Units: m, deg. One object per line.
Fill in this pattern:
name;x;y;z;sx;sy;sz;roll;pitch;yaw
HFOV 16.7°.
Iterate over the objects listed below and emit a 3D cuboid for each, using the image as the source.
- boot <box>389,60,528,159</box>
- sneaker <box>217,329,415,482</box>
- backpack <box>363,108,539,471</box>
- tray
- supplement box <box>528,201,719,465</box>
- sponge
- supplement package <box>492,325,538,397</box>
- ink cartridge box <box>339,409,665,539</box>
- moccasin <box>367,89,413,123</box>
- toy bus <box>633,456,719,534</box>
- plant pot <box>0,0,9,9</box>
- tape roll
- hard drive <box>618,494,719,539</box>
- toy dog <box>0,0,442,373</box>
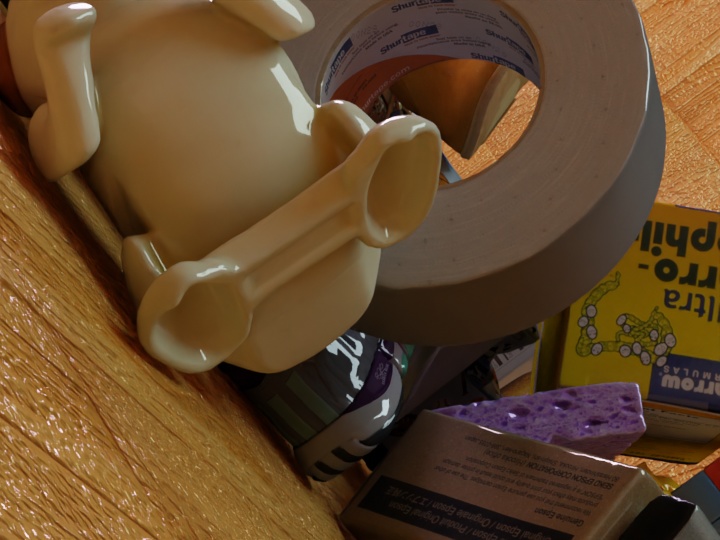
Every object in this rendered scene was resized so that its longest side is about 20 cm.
boot;0.023;-0.130;1.379;0.144;0.071;0.201;36;-1;1
sneaker;-0.016;0.013;1.187;0.088;0.074;0.200;43;25;-16
backpack;0.000;0.000;1.384;0.190;0.154;0.200;34;20;-52
tray;0.066;0.013;1.246;0.022;0.107;0.200;49;-22;9
supplement box;0.158;0.037;1.360;0.200;0.109;0.110;100;-1;-79
sponge;0.078;0.098;1.285;0.200;0.111;0.030;103;-23;-75
supplement package;0.082;0.044;1.576;0.110;0.200;0.114;55;3;29
ink cartridge box;0.107;0.166;1.132;0.165;0.075;0.200;9;-37;55
moccasin;0.012;-0.095;1.525;0.074;0.078;0.202;11;70;-88
toy bus;0.157;0.170;1.376;0.136;0.192;0.200;52;0;10
plant pot;-0.108;-0.154;1.260;0.200;0.200;0.190;-120;-174;-71
tape roll;0.037;-0.069;1.124;0.200;0.200;0.066;55;-5;29
hard drive;0.140;0.212;1.041;0.033;0.140;0.200;13;-35;56
toy dog;-0.068;-0.067;1.015;0.200;0.139;0.194;52;0;21
